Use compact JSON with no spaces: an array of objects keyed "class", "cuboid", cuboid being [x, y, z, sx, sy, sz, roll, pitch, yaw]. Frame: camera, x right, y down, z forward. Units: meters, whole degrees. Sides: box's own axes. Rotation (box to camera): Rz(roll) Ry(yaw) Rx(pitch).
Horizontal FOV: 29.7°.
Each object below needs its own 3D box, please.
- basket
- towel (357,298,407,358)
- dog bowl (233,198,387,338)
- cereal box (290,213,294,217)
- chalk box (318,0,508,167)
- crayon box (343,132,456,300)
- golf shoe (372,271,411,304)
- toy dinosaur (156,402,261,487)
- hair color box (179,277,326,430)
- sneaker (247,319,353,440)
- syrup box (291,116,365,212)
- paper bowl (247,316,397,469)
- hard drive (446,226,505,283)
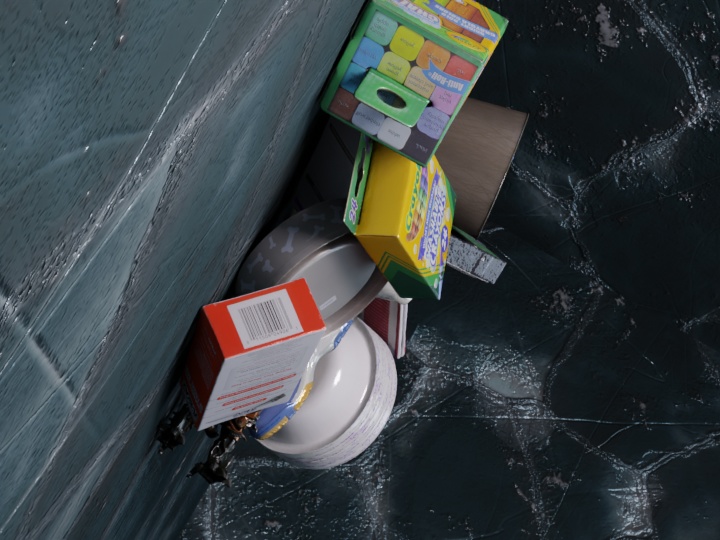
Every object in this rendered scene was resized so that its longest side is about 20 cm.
[{"class":"basket","cuboid":[0.084,-0.155,1.662,0.136,0.199,0.181,110,4,-60]},{"class":"towel","cuboid":[-0.005,0.009,1.759,0.023,0.200,0.145,-24,133,-31]},{"class":"dog bowl","cuboid":[-0.050,0.003,1.477,0.199,0.059,0.200,-30,155,-16]},{"class":"cereal box","cuboid":[-0.120,0.036,1.669,0.201,0.039,0.144,-60,179,-11]},{"class":"chalk box","cuboid":[0.048,-0.194,1.305,0.124,0.124,0.200,-61,180,28]},{"class":"crayon box","cuboid":[0.046,-0.064,1.414,0.200,0.051,0.127,51,46,-60]},{"class":"golf shoe","cuboid":[0.000,0.000,1.658,0.078,0.097,0.200,-48,-157,-5]},{"class":"toy dinosaur","cuboid":[-0.159,0.168,1.560,0.136,0.102,0.200,-59,178,-31]},{"class":"hair color box","cuboid":[-0.114,0.088,1.381,0.110,0.064,0.200,-16,158,-22]},{"class":"sneaker","cuboid":[-0.092,0.101,1.609,0.201,0.088,0.075,-60,-159,-17]},{"class":"syrup box","cuboid":[0.001,-0.120,1.500,0.078,0.082,0.200,-11,146,-34]},{"class":"paper bowl","cuboid":[-0.062,0.139,1.705,0.201,0.200,0.104,-60,142,-12]},{"class":"hard drive","cuboid":[0.073,-0.056,1.704,0.038,0.199,0.140,-59,-143,9]}]
